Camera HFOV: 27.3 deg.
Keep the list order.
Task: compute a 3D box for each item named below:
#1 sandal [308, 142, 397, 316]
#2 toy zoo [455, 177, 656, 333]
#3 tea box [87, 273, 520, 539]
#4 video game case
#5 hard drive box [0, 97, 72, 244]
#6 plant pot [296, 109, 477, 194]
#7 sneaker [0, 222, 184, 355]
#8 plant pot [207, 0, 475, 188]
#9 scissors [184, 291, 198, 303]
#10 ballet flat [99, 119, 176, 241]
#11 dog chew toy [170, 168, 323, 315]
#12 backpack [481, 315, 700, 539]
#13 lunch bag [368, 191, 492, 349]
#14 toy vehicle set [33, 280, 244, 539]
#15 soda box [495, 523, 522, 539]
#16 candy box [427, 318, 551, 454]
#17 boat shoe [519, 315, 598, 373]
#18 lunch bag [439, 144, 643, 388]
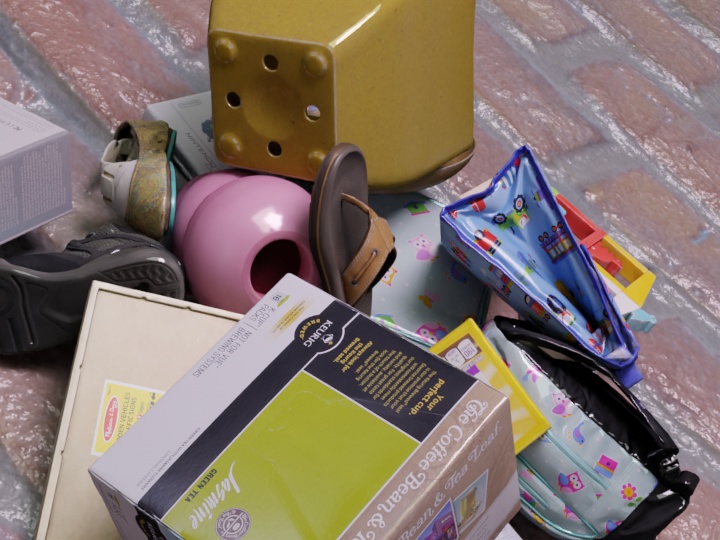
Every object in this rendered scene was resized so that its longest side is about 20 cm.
[{"bbox_3d":[0.000,0.000,1.147,0.054,0.202,0.082,5,15,23],"label":"sandal"},{"bbox_3d":[0.187,-0.013,1.345,0.200,0.021,0.131,42,36,14],"label":"toy zoo"},{"bbox_3d":[-0.030,0.144,0.974,0.196,0.134,0.200,29,59,31],"label":"tea box"},{"bbox_3d":[-0.077,-0.110,1.406,0.199,0.024,0.182,-19,58,-39],"label":"video game case"},{"bbox_3d":[-0.351,-0.071,1.159,0.155,0.077,0.199,26,37,31],"label":"hard drive box"},{"bbox_3d":[0.007,-0.108,1.358,0.198,0.028,0.200,1,22,-1],"label":"plant pot"},{"bbox_3d":[-0.236,0.013,1.172,0.197,0.077,0.114,-10,12,-3],"label":"sneaker"},{"bbox_3d":[-0.029,-0.168,1.235,0.192,0.197,0.200,12,31,23],"label":"plant pot"},{"bbox_3d":[-0.070,0.076,1.226,0.198,0.014,0.073,23,40,0],"label":"scissors"},{"bbox_3d":[-0.190,-0.079,1.263,0.070,0.071,0.200,14,22,-13],"label":"ballet flat"},{"bbox_3d":[-0.100,-0.028,1.223,0.123,0.126,0.200,0,17,-25],"label":"dog chew toy"},{"bbox_3d":[0.153,0.130,1.171,0.200,0.127,0.167,40,-1,-1],"label":"backpack"},{"bbox_3d":[0.039,0.019,1.291,0.159,0.077,0.201,24,41,-3],"label":"lunch bag"},{"bbox_3d":[-0.155,0.116,1.075,0.123,0.027,0.202,14,66,-13],"label":"toy vehicle set"},{"bbox_3d":[0.031,0.239,1.067,0.199,0.069,0.063,-21,57,-40],"label":"soda box"},{"bbox_3d":[0.034,0.136,1.099,0.199,0.026,0.103,-38,85,-2],"label":"candy box"},{"bbox_3d":[0.178,0.067,1.318,0.073,0.066,0.201,11,43,-16],"label":"boat shoe"},{"bbox_3d":[0.157,0.016,1.202,0.094,0.151,0.201,-37,83,-1],"label":"lunch bag"}]
